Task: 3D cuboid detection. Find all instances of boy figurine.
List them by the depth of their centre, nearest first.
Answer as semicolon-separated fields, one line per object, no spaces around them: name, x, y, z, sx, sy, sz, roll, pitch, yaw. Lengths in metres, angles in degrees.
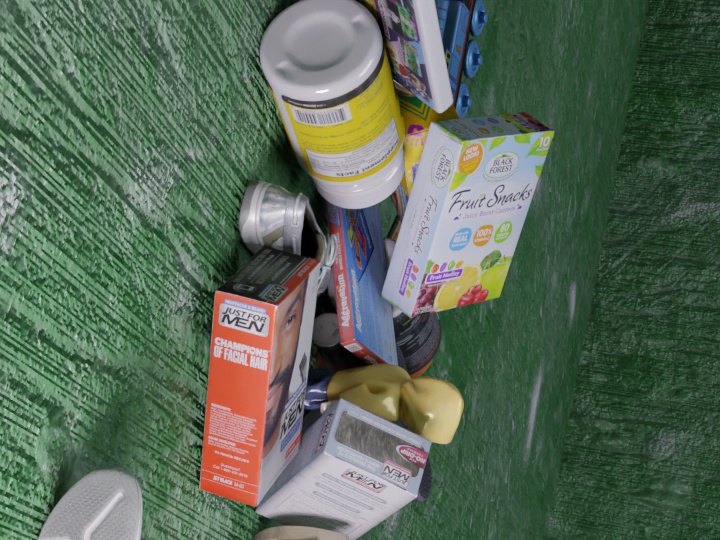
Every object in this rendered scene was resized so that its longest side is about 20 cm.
boy figurine;0.007;0.125;1.509;0.124;0.198;0.065;-32;128;-72

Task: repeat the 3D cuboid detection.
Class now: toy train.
toy train;0.093;-0.264;1.810;0.114;0.086;0.202;35;65;-65

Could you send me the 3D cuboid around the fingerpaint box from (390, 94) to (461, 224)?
fingerpaint box;0.063;-0.134;1.651;0.201;0.073;0.168;77;-6;-48

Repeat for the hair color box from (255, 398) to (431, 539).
hair color box;-0.020;0.200;1.473;0.200;0.098;0.061;-47;-159;57

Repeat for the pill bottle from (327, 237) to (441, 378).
pill bottle;0.033;0.053;1.719;0.200;0.105;0.107;66;37;-60

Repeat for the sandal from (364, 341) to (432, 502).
sandal;0.030;0.161;1.632;0.076;0.042;0.202;-54;134;-59

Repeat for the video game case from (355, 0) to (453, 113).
video game case;0.006;-0.255;1.384;0.023;0.182;0.201;-40;148;-16

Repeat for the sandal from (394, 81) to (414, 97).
sandal;0.023;-0.264;1.511;0.080;0.054;0.202;-42;116;-49

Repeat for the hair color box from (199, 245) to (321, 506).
hair color box;-0.090;0.094;1.377;0.111;0.063;0.202;-48;148;-61

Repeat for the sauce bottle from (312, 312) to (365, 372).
sauce bottle;-0.013;0.111;1.665;0.201;0.065;0.067;69;34;-60

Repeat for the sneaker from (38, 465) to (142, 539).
sneaker;-0.203;0.240;1.117;0.080;0.070;0.203;33;72;-81

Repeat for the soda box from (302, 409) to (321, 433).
soda box;-0.014;0.208;1.673;0.064;0.070;0.200;-50;156;-7

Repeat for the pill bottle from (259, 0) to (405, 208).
pill bottle;-0.019;-0.152;1.437;0.201;0.113;0.115;71;32;-57

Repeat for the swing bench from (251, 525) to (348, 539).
swing bench;-0.075;0.380;1.491;0.201;0.128;0.200;69;34;-49

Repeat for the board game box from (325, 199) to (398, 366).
board game box;0.000;0.000;1.577;0.103;0.019;0.202;41;37;-54

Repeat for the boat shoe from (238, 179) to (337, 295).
boat shoe;-0.058;-0.023;1.451;0.202;0.064;0.075;64;38;-61

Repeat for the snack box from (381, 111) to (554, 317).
snack box;0.109;-0.058;1.570;0.141;0.053;0.202;-12;127;-43

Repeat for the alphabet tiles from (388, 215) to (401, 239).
alphabet tiles;0.042;0.026;1.905;0.201;0.007;0.169;-64;155;-45
